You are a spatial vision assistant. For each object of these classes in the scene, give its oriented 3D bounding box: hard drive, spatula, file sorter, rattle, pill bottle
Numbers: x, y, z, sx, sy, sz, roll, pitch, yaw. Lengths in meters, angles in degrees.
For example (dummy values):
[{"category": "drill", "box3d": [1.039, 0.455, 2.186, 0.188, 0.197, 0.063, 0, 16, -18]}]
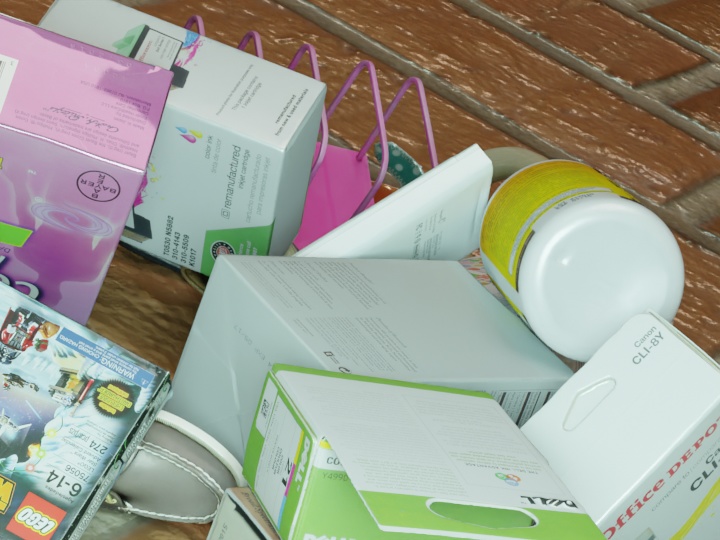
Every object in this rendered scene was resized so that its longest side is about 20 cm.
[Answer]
[{"category": "hard drive", "box3d": [0.000, 0.000, 1.690, 0.200, 0.132, 0.026, -32, 69, -16]}, {"category": "spatula", "box3d": [-0.097, 0.006, 1.848, 0.200, 0.021, 0.057, 19, 19, -5]}, {"category": "file sorter", "box3d": [-0.055, -0.093, 1.869, 0.200, 0.125, 0.139, 13, 45, -23]}, {"category": "rattle", "box3d": [0.103, -0.038, 2.062, 0.200, 0.131, 0.143, 5, 1, 31]}, {"category": "pill bottle", "box3d": [0.142, -0.012, 1.652, 0.109, 0.109, 0.200, 17, 10, -12]}]

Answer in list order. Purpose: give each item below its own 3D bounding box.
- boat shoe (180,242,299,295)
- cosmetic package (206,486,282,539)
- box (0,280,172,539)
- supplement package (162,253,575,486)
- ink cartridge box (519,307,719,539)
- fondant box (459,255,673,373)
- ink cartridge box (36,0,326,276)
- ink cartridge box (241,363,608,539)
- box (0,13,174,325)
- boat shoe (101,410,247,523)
[{"category": "boat shoe", "box3d": [-0.045, 0.039, 1.780, 0.200, 0.076, 0.074, 37, 59, 11]}, {"category": "cosmetic package", "box3d": [0.011, 0.189, 1.473, 0.200, 0.087, 0.103, 3, 28, -37]}, {"category": "box", "box3d": [-0.231, 0.075, 1.464, 0.200, 0.137, 0.040, 27, -21, 11]}, {"category": "supplement package", "box3d": [0.002, 0.092, 1.593, 0.200, 0.151, 0.152, 2, 30, -38]}, {"category": "ink cartridge box", "box3d": [0.181, 0.136, 1.557, 0.083, 0.145, 0.200, 41, -6, 33]}, {"category": "fondant box", "box3d": [0.109, 0.039, 1.807, 0.144, 0.058, 0.200, -11, 17, -41]}, {"category": "ink cartridge box", "box3d": [-0.137, -0.090, 1.709, 0.200, 0.145, 0.084, 22, 46, 9]}, {"category": "ink cartridge box", "box3d": [0.034, 0.133, 1.384, 0.148, 0.076, 0.200, 9, 20, -22]}, {"category": "box", "box3d": [-0.239, -0.063, 1.629, 0.176, 0.200, 0.097, 19, 49, -8]}, {"category": "boat shoe", "box3d": [-0.169, 0.113, 1.506, 0.200, 0.072, 0.060, 22, 29, 8]}]
